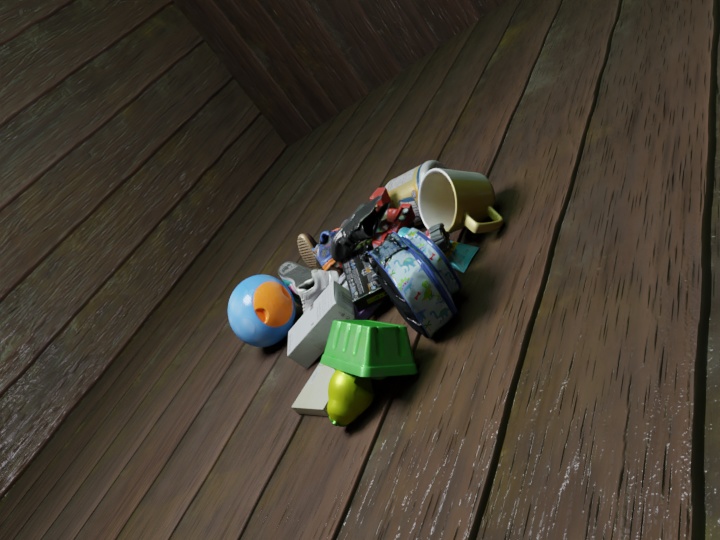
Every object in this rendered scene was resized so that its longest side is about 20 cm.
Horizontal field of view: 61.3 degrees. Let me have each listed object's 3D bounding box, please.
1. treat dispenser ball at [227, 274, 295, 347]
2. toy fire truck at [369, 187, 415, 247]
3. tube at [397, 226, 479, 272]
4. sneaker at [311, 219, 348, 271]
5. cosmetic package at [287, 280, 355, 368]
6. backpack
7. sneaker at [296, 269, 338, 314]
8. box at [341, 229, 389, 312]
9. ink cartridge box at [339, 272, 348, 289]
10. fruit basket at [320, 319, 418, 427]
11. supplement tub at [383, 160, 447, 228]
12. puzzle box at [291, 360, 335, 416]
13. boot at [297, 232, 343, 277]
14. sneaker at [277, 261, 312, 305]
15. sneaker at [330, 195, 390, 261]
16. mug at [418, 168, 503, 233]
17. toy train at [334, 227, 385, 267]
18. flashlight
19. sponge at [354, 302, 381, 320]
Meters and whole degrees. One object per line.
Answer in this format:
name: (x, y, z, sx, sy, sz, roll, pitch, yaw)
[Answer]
treat dispenser ball: (-0.285, 0.116, 1.757, 0.199, 0.202, 0.202, -34, 22, 16)
toy fire truck: (0.063, -0.125, 1.543, 0.138, 0.049, 0.203, 6, 51, 33)
tube: (0.174, -0.051, 1.415, 0.196, 0.051, 0.078, 20, 65, 34)
sneaker: (-0.070, -0.087, 1.680, 0.075, 0.078, 0.202, -38, 14, 39)
cosmetic package: (-0.100, 0.135, 1.513, 0.200, 0.073, 0.103, -47, 25, 20)
backpack: (0.121, 0.021, 1.256, 0.146, 0.184, 0.201, -37, 33, 1)
sneaker: (-0.134, 0.077, 1.640, 0.078, 0.097, 0.204, -110, 40, -61)
box: (0.052, -0.012, 1.506, 0.188, 0.048, 0.202, -24, 39, 3)
ink cartridge box: (0.000, 0.000, 1.671, 0.200, 0.041, 0.199, -50, 9, -21)
fruit basket: (0.005, 0.207, 1.220, 0.214, 0.151, 0.224, -6, 83, 60)
supplement tub: (0.150, -0.199, 1.665, 0.197, 0.145, 0.146, -21, 29, 43)
puzzle box: (-0.064, 0.238, 1.383, 0.131, 0.026, 0.202, -14, 35, 52)
boot: (-0.086, -0.068, 1.759, 0.071, 0.202, 0.167, 6, 47, 47)
sneaker: (-0.157, 0.056, 1.775, 0.084, 0.122, 0.198, -44, 40, -14)
sneaker: (-0.004, -0.099, 1.491, 0.202, 0.059, 0.104, -55, 22, 7)
mug: (0.242, -0.150, 1.431, 0.149, 0.192, 0.149, -9, -20, -30)
toy train: (0.009, -0.074, 1.676, 0.199, 0.055, 0.152, -36, 18, 50)
flashlight: (0.110, -0.039, 1.383, 0.196, 0.068, 0.069, -24, 37, 23)
sponge: (0.008, 0.083, 1.542, 0.200, 0.030, 0.111, -46, 21, -9)
